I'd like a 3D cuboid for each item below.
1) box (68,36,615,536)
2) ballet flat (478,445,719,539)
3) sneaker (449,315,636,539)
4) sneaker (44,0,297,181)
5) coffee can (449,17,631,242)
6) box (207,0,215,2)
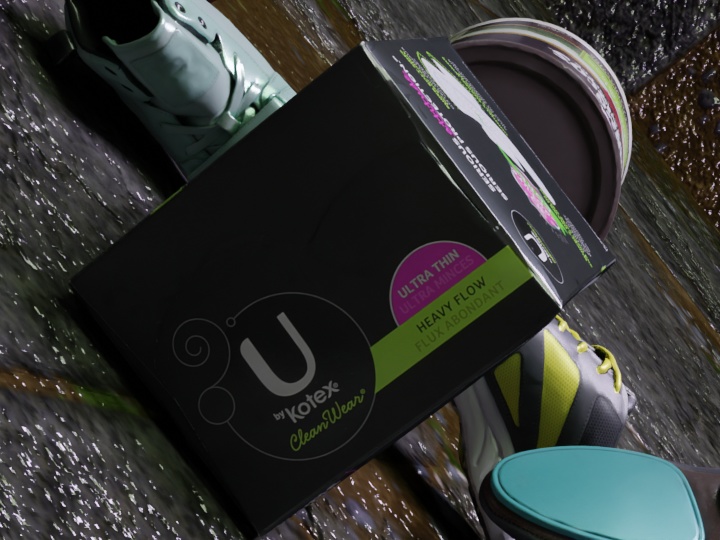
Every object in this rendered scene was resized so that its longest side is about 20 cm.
[{"bbox_3d":[0.000,0.000,1.112,0.124,0.148,0.200,52,11,3],"label":"box"},{"bbox_3d":[0.146,0.118,1.236,0.073,0.199,0.073,180,-90,-79],"label":"ballet flat"},{"bbox_3d":[0.077,0.043,1.275,0.074,0.084,0.201,-112,-172,-73],"label":"sneaker"},{"bbox_3d":[-0.062,-0.058,1.247,0.201,0.074,0.118,49,7,23],"label":"sneaker"},{"bbox_3d":[0.081,-0.067,1.636,0.146,0.146,0.200,50,11,-2],"label":"coffee can"},{"bbox_3d":[-0.097,-0.266,1.530,0.200,0.166,0.164,50,12,-2],"label":"box"}]
